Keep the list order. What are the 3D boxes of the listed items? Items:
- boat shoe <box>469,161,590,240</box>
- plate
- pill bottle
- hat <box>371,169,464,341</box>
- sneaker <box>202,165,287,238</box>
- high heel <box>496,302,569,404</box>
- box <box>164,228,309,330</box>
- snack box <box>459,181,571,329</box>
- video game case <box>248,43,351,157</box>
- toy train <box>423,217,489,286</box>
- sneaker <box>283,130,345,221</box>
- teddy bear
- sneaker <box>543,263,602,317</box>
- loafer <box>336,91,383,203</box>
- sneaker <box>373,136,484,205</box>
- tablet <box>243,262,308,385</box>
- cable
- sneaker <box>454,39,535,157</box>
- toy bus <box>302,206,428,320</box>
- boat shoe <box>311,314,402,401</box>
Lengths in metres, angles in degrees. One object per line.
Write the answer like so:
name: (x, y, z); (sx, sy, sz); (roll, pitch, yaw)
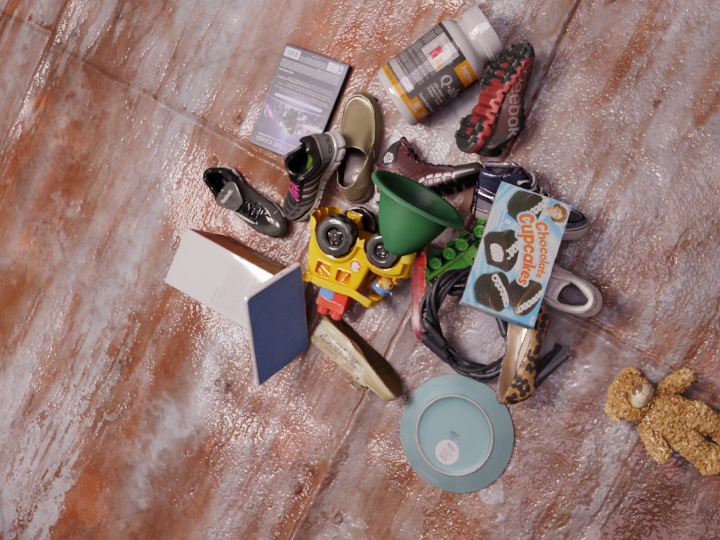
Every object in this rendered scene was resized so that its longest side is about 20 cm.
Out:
boat shoe: (0.276, -0.116, 1.145); (0.198, 0.075, 0.093); (14, 128, 19)
plate: (0.161, 0.280, 1.205); (0.198, 0.026, 0.202); (-1, 87, 17)
pill bottle: (0.137, -0.349, 1.199); (0.199, 0.116, 0.117); (-34, 77, 14)
hat: (0.056, -0.038, 1.116); (0.164, 0.200, 0.177); (24, 110, -11)
sneaker: (-0.223, -0.128, 1.318); (0.200, 0.090, 0.067); (42, 106, 16)
high heel: (0.235, 0.108, 1.116); (0.142, 0.071, 0.201); (-38, 104, -13)
box: (-0.220, 0.018, 1.278); (0.199, 0.152, 0.107); (27, 96, 17)
snack box: (0.238, -0.024, 1.084); (0.115, 0.037, 0.202); (19, 79, 5)
video game case: (-0.116, -0.312, 1.332); (0.142, 0.019, 0.202); (24, 96, 18)
toy train: (0.176, -0.032, 1.182); (0.056, 0.042, 0.200); (46, 124, -8)
sneaker: (-0.105, -0.168, 1.254); (0.200, 0.087, 0.074); (-55, 52, 38)
teddy bear: (0.479, 0.225, 1.080); (0.145, 0.067, 0.200); (-45, 76, 9)
sneaker: (0.294, 0.010, 1.136); (0.199, 0.099, 0.075); (25, 97, 19)
loafer: (-0.004, -0.224, 1.264); (0.075, 0.067, 0.202); (-1, 87, 18)
sneaker: (0.109, -0.187, 1.224); (0.198, 0.076, 0.117); (-14, 75, 14)
tablet: (-0.143, 0.094, 1.217); (0.014, 0.130, 0.201); (28, 135, 32)
cable: (0.193, 0.093, 1.186); (0.200, 0.051, 0.164); (39, 93, 2)
sneaker: (0.239, -0.277, 1.173); (0.202, 0.097, 0.071); (-63, 33, 12)
toy bus: (0.000, 0.000, 1.227); (0.198, 0.136, 0.194); (19, 106, 16)
boat shoe: (-0.007, 0.164, 1.248); (0.200, 0.073, 0.063); (45, 107, 26)
